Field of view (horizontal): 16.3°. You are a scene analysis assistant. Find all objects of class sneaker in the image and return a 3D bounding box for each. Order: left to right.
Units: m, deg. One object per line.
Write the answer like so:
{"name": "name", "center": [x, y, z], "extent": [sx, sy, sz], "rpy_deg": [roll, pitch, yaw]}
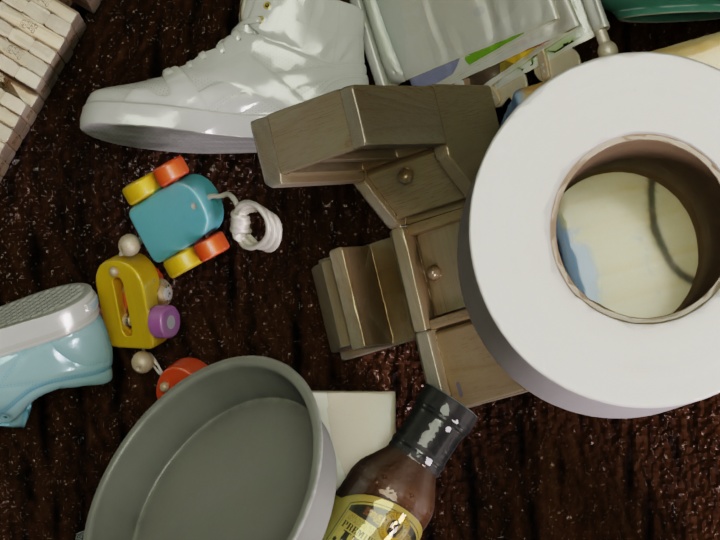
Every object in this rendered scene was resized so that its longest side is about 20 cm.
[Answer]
{"name": "sneaker", "center": [-0.259, 0.077, 1.685], "extent": [0.199, 0.074, 0.082], "rpy_deg": [-17, 108, 10]}
{"name": "sneaker", "center": [-0.092, -0.141, 1.711], "extent": [0.198, 0.074, 0.117], "rpy_deg": [0, 82, -10]}

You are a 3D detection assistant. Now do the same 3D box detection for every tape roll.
{"name": "tape roll", "center": [0.158, -0.017, 1.469], "extent": [0.201, 0.139, 0.204], "rpy_deg": [0, 85, -1]}

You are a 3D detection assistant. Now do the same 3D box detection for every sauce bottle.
{"name": "sauce bottle", "center": [0.003, 0.164, 1.590], "extent": [0.064, 0.065, 0.201], "rpy_deg": [32, 85, 2]}

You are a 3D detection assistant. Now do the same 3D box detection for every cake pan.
{"name": "cake pan", "center": [-0.092, 0.150, 1.582], "extent": [0.037, 0.200, 0.201], "rpy_deg": [37, 84, -38]}

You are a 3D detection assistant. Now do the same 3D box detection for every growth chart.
{"name": "growth chart", "center": [0.074, -0.176, 1.687], "extent": [0.199, 0.018, 0.146], "rpy_deg": [-14, 88, 35]}

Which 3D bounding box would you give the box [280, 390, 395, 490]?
{"name": "box", "center": [-0.016, 0.181, 1.666], "extent": [0.077, 0.095, 0.202], "rpy_deg": [0, 86, -1]}

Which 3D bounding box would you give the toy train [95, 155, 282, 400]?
{"name": "toy train", "center": [-0.105, 0.018, 1.678], "extent": [0.150, 0.056, 0.201], "rpy_deg": [28, 121, 20]}

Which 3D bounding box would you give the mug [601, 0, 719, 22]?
{"name": "mug", "center": [0.202, -0.225, 1.665], "extent": [0.151, 0.184, 0.115], "rpy_deg": [0, 93, 40]}

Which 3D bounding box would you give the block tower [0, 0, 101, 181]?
{"name": "block tower", "center": [-0.240, -0.132, 1.713], "extent": [0.058, 0.054, 0.201], "rpy_deg": [30, 85, 3]}

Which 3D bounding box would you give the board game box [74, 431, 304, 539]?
{"name": "board game box", "center": [-0.110, 0.185, 1.623], "extent": [0.199, 0.023, 0.105], "rpy_deg": [-27, 47, 29]}

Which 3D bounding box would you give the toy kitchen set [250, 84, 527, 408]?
{"name": "toy kitchen set", "center": [0.000, 0.000, 1.611], "extent": [0.162, 0.180, 0.202], "rpy_deg": [-17, 84, 31]}

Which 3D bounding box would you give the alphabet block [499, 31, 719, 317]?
{"name": "alphabet block", "center": [0.212, -0.040, 1.639], "extent": [0.199, 0.196, 0.197], "rpy_deg": [-16, 86, -2]}
